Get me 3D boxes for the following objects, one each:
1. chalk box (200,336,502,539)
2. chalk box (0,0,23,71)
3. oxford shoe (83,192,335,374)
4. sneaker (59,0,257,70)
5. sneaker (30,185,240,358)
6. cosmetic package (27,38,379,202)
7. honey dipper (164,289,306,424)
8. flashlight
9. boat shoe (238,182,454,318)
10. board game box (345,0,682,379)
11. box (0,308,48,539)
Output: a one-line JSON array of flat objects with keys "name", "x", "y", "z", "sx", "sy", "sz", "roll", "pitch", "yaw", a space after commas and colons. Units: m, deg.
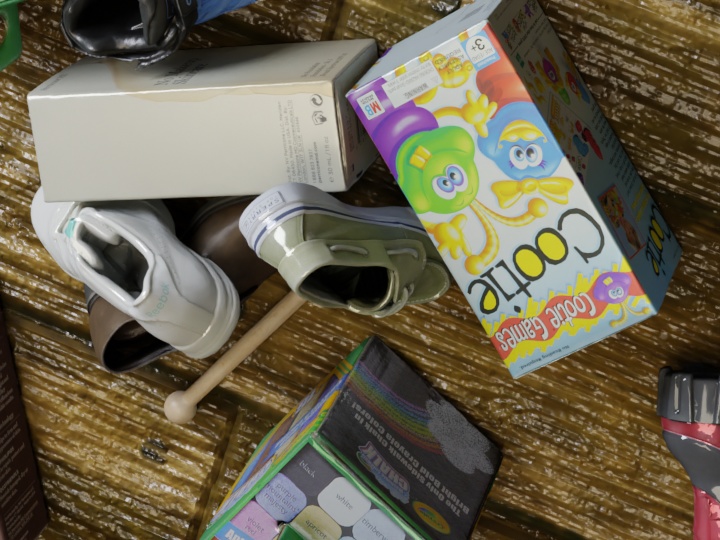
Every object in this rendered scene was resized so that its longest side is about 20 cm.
[{"name": "chalk box", "x": -0.010, "y": 0.156, "z": 1.385, "sx": 0.124, "sy": 0.200, "sz": 0.124, "roll": 43, "pitch": 117, "yaw": -4}, {"name": "chalk box", "x": -0.243, "y": -0.219, "z": 1.350, "sx": 0.123, "sy": 0.124, "sz": 0.201, "roll": -13, "pitch": 109, "yaw": 21}, {"name": "oxford shoe", "x": -0.092, "y": 0.010, "z": 1.414, "sx": 0.200, "sy": 0.085, "sz": 0.073, "roll": -32, "pitch": 136, "yaw": 28}, {"name": "sneaker", "x": -0.090, "y": -0.181, "z": 1.326, "sx": 0.199, "sy": 0.111, "sz": 0.077, "roll": -18, "pitch": 106, "yaw": 22}, {"name": "sneaker", "x": -0.158, "y": -0.019, "z": 1.375, "sx": 0.200, "sy": 0.088, "sz": 0.076, "roll": 33, "pitch": 95, "yaw": 43}, {"name": "cosmetic package", "x": -0.092, "y": -0.093, "z": 1.369, "sx": 0.199, "sy": 0.104, "sz": 0.074, "roll": -1, "pitch": 109, "yaw": 16}, {"name": "honey dipper", "x": -0.064, "y": 0.041, "z": 1.455, "sx": 0.038, "sy": 0.038, "sz": 0.200, "roll": 43, "pitch": 119, "yaw": -4}, {"name": "flashlight", "x": 0.215, "y": 0.160, "z": 1.373, "sx": 0.067, "sy": 0.068, "sz": 0.201, "roll": 6, "pitch": 95, "yaw": 42}, {"name": "boat shoe", "x": 0.000, "y": 0.000, "z": 1.332, "sx": 0.072, "sy": 0.200, "sz": 0.062, "roll": -40, "pitch": 62, "yaw": 24}, {"name": "board game box", "x": 0.095, "y": -0.056, "z": 1.327, "sx": 0.103, "sy": 0.105, "sz": 0.201, "roll": -27, "pitch": 102, "yaw": 25}, {"name": "box", "x": -0.290, "y": 0.103, "z": 1.527, "sx": 0.100, "sy": 0.075, "sz": 0.201, "roll": -4, "pitch": 109, "yaw": 18}]
